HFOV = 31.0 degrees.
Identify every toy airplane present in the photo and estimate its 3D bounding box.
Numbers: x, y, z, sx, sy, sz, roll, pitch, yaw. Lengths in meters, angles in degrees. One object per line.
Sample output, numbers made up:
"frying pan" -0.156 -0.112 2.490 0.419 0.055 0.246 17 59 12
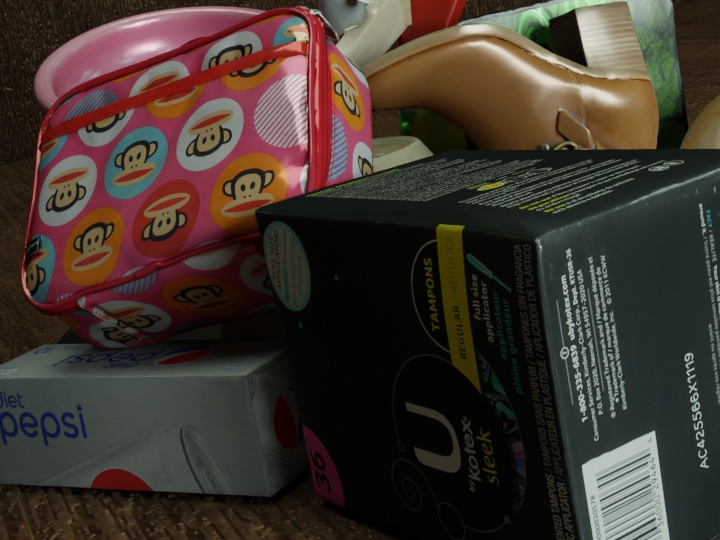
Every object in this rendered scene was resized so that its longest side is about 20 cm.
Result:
"toy airplane" 0.034 -0.214 0.911 0.141 0.200 0.200 30 9 3

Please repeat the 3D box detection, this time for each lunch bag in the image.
"lunch bag" -0.088 -0.059 0.719 0.199 0.177 0.082 -16 -34 24

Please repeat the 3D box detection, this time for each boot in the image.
"boot" 0.096 -0.078 0.819 0.198 0.156 0.074 -11 2 -4

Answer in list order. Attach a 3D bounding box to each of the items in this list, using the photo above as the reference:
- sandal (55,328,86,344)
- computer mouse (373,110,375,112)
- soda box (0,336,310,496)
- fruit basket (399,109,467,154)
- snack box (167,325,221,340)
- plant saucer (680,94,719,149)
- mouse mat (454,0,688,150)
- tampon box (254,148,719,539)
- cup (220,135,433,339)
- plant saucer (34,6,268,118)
"sandal" -0.195 0.027 1.057 0.075 0.045 0.200 -9 13 11
"computer mouse" -0.089 -0.094 0.933 0.198 0.044 0.110 -2 34 3
"soda box" -0.118 0.079 0.718 0.199 0.069 0.063 -3 14 31
"fruit basket" 0.137 -0.119 1.037 0.214 0.217 0.156 -7 14 19
"snack box" -0.058 0.025 0.888 0.199 0.072 0.024 -20 15 -32
"plant saucer" 0.293 -0.066 0.783 0.199 0.036 0.201 -5 53 7
"mouse mat" 0.151 -0.085 0.885 0.160 0.201 0.008 -14 13 -9
"tampon box" 0.066 0.033 0.572 0.126 0.151 0.199 -19 15 -32
"cup" 0.000 0.000 0.786 0.199 0.144 0.200 -11 14 3
"plant saucer" -0.120 -0.122 0.892 0.199 0.051 0.201 -3 33 2
